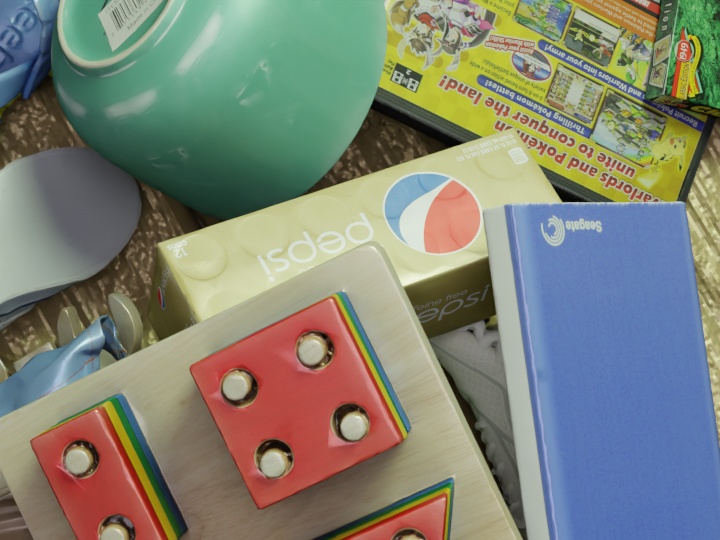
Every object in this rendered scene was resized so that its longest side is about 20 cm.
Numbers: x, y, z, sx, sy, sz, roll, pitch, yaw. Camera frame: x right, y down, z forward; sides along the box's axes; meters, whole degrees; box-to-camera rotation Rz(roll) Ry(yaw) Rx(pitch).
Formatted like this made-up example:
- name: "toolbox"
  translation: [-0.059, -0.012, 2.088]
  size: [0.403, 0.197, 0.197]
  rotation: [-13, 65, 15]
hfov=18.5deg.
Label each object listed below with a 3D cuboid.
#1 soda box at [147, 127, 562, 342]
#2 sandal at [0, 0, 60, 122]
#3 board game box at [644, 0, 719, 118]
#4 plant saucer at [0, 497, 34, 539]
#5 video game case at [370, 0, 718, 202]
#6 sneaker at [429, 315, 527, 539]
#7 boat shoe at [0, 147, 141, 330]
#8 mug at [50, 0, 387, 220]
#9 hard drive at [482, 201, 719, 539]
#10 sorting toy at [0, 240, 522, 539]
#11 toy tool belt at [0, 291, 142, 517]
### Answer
- name: "soda box"
  translation: [0.000, 0.000, 1.076]
  size: [0.200, 0.064, 0.068]
  rotation: [-18, 61, -22]
- name: "sandal"
  translation: [-0.210, -0.091, 1.139]
  size: [0.079, 0.087, 0.200]
  rotation: [32, 84, 1]
- name: "board game box"
  translation: [0.215, -0.178, 1.170]
  size: [0.105, 0.023, 0.200]
  rotation: [11, 86, -20]
- name: "plant saucer"
  translation: [-0.146, 0.197, 1.071]
  size: [0.200, 0.029, 0.200]
  rotation: [-3, 120, -5]
- name: "video game case"
  translation: [0.107, -0.136, 1.152]
  size: [0.200, 0.025, 0.181]
  rotation: [24, 81, -20]
- name: "sneaker"
  translation: [0.095, 0.097, 1.132]
  size: [0.200, 0.075, 0.081]
  rotation: [45, 92, 5]
- name: "boat shoe"
  translation: [-0.199, 0.004, 1.126]
  size: [0.200, 0.066, 0.072]
  rotation: [-42, 101, -33]
- name: "mug"
  translation: [-0.076, -0.130, 1.097]
  size: [0.152, 0.114, 0.185]
  rotation: [-2, 68, 42]
- name: "hard drive"
  translation: [0.122, 0.068, 1.052]
  size: [0.132, 0.025, 0.200]
  rotation: [-2, 82, -45]
- name: "sorting toy"
  translation: [-0.042, 0.120, 0.970]
  size: [0.200, 0.070, 0.199]
  rotation: [-25, 91, 8]
- name: "toy tool belt"
  translation: [-0.147, 0.071, 1.098]
  size: [0.200, 0.125, 0.123]
  rotation: [-35, 89, 0]
